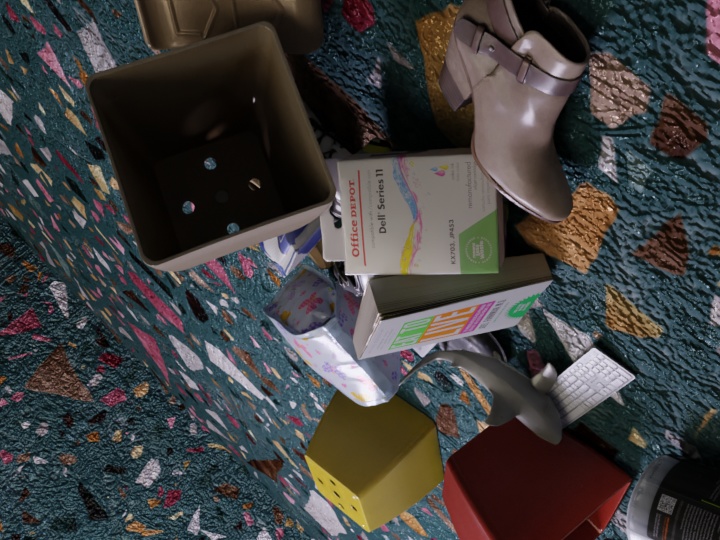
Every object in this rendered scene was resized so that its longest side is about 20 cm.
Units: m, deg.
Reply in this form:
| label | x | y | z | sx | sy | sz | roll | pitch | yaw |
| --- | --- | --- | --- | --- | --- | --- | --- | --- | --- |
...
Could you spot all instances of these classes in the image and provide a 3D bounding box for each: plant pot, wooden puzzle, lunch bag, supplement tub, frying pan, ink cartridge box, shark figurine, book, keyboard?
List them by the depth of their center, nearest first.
| label | x | y | z | sx | sy | sz | roll | pitch | yaw |
| --- | --- | --- | --- | --- | --- | --- | --- | --- | --- |
| ink cartridge box | 0.042 | -0.058 | 0.820 | 0.195 | 0.067 | 0.120 | -1 | 103 | 15 |
| wooden puzzle | -0.140 | -0.315 | 0.832 | 0.195 | 0.047 | 0.188 | 2 | 135 | 7 |
| supplement tub | 0.387 | 0.276 | 0.837 | 0.198 | 0.122 | 0.124 | 13 | 139 | 52 |
| plant pot | -0.153 | -0.108 | 0.877 | 0.177 | 0.196 | 0.203 | 113 | 136 | -76 |
| book | 0.096 | 0.041 | 0.895 | 0.134 | 0.196 | 0.049 | 107 | 148 | -61 |
| keyboard | 0.255 | 0.146 | 0.974 | 0.056 | 0.011 | 0.201 | 40 | 150 | 9 |
| shark figurine | 0.153 | 0.148 | 0.998 | 0.212 | 0.090 | 0.129 | 27 | 146 | 15 |
| frying pan | 0.166 | 0.126 | 1.071 | 0.190 | 0.031 | 0.115 | 45 | 155 | -1 |
| plant pot | 0.216 | 0.308 | 1.100 | 0.177 | 0.198 | 0.202 | 48 | 158 | 30 |
| lunch bag | -0.030 | 0.098 | 1.212 | 0.170 | 0.127 | 0.200 | 48 | 172 | -26 |
| plant pot | 0.014 | 0.335 | 1.460 | 0.198 | 0.176 | 0.202 | 30 | 150 | 33 |

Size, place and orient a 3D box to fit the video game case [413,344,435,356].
| label | x | y | z | sx | sy | sz | roll | pitch | yaw |
| --- | --- | --- | --- | --- | --- | --- | --- | --- | --- |
| video game case | 0.068 | 0.035 | 1.129 | 0.143 | 0.018 | 0.201 | 45 | 155 | 8 |

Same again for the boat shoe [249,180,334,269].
| label | x | y | z | sx | sy | sz | roll | pitch | yaw |
| --- | --- | --- | --- | --- | --- | --- | --- | --- | --- |
| boat shoe | -0.106 | -0.076 | 1.191 | 0.202 | 0.066 | 0.074 | 55 | 154 | -16 |

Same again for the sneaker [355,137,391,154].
| label | x | y | z | sx | sy | sz | roll | pitch | yaw |
| --- | --- | --- | --- | --- | --- | --- | --- | --- | --- |
| sneaker | 0.049 | -0.072 | 0.952 | 0.074 | 0.077 | 0.200 | 19 | 161 | 35 |

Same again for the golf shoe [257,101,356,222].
| label | x | y | z | sx | sy | sz | roll | pitch | yaw |
| --- | --- | --- | --- | --- | --- | --- | --- | --- | --- |
| golf shoe | -0.048 | -0.150 | 0.998 | 0.093 | 0.078 | 0.201 | -1 | 135 | 47 |

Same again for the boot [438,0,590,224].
| label | x | y | z | sx | sy | sz | roll | pitch | yaw |
| --- | --- | --- | --- | --- | --- | --- | --- | --- | --- |
| boot | 0.145 | -0.144 | 0.691 | 0.201 | 0.070 | 0.146 | 48 | 153 | -1 |

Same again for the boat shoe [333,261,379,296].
| label | x | y | z | sx | sy | sz | roll | pitch | yaw |
| --- | --- | --- | --- | --- | --- | --- | --- | --- | --- |
| boat shoe | 0.000 | 0.000 | 0.990 | 0.065 | 0.072 | 0.200 | 0 | 177 | 7 |

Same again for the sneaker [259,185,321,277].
| label | x | y | z | sx | sy | sz | roll | pitch | yaw |
| --- | --- | --- | --- | --- | --- | --- | --- | --- | --- |
| sneaker | -0.114 | -0.058 | 1.073 | 0.115 | 0.081 | 0.199 | 44 | 166 | -3 |

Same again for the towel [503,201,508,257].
| label | x | y | z | sx | sy | sz | roll | pitch | yaw |
| --- | --- | --- | --- | --- | --- | --- | --- | --- | --- |
| towel | 0.096 | -0.010 | 0.931 | 0.140 | 0.023 | 0.202 | -1 | 142 | 7 |
